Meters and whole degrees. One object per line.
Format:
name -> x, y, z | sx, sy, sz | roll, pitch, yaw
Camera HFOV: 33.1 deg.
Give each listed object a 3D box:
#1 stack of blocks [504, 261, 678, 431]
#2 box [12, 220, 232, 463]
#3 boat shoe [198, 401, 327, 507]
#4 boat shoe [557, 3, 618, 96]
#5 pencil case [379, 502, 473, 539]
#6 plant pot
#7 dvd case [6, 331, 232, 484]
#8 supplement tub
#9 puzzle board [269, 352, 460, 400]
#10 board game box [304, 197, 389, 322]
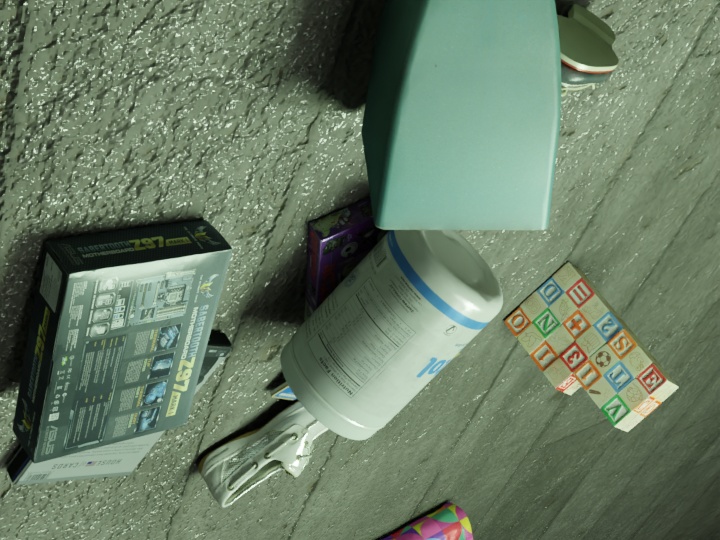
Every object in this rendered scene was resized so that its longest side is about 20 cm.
stack of blocks -> 0.288, 0.104, 1.522 | 0.115, 0.201, 0.058 | -44, 151, 13
box -> -0.204, 0.060, 1.033 | 0.156, 0.051, 0.202 | -10, 131, -39
boat shoe -> -0.085, 0.205, 1.386 | 0.199, 0.070, 0.071 | -30, 155, -2
boat shoe -> 0.180, -0.183, 1.048 | 0.063, 0.071, 0.200 | -52, -179, 24
pencil case -> 0.088, 0.446, 1.940 | 0.198, 0.089, 0.089 | -22, 149, -25
plant pot -> 0.081, -0.153, 0.937 | 0.139, 0.142, 0.202 | 0, 131, -6
dvd case -> -0.233, 0.132, 1.174 | 0.150, 0.025, 0.200 | 7, 130, -52
supplement tub -> 0.030, 0.054, 1.180 | 0.200, 0.132, 0.131 | -47, 150, 22
puzzle board -> 0.008, 0.113, 1.388 | 0.150, 0.018, 0.199 | -32, 155, 24
board game box -> 0.000, 0.000, 1.233 | 0.119, 0.032, 0.201 | -21, 149, -18
